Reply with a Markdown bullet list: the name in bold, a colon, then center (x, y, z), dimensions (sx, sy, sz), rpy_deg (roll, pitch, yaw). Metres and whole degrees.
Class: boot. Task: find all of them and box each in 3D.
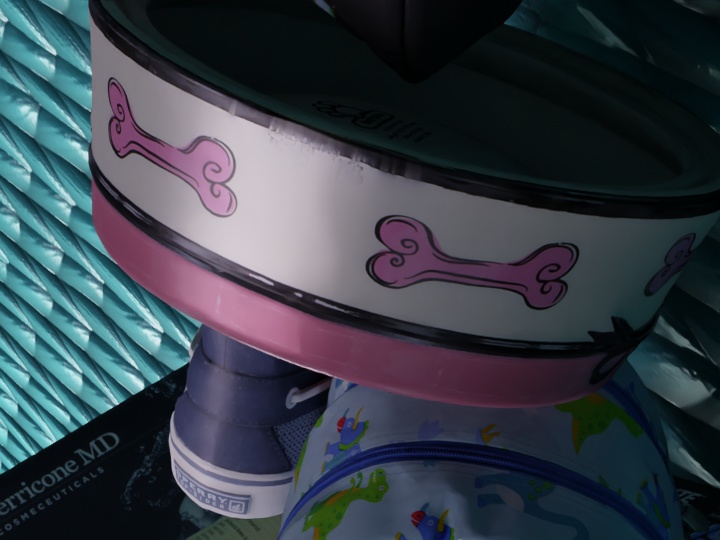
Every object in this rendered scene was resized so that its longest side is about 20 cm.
- **boot**: center (0.000, 0.000, 0.891), dimensions (0.072, 0.200, 0.091), rpy_deg (20, 125, 14)

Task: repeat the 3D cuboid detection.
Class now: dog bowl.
- **dog bowl**: center (0.008, -0.027, 0.752), dimensions (0.200, 0.199, 0.074), rpy_deg (37, 117, 46)

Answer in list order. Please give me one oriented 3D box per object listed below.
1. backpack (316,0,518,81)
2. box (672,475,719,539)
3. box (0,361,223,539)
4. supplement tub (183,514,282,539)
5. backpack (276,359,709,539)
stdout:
- **backpack**: center (-0.024, -0.176, 0.704), dimensions (0.199, 0.154, 0.164), rpy_deg (26, 136, 27)
- **box**: center (0.157, 0.178, 0.894), dimensions (0.200, 0.049, 0.200), rpy_deg (7, 117, 64)
- **box**: center (-0.055, 0.157, 1.180), dimensions (0.200, 0.196, 0.118), rpy_deg (48, 157, 27)
- **supplement tub**: center (0.001, 0.149, 1.010), dimensions (0.145, 0.199, 0.145), rpy_deg (56, 166, 21)
- **backpack**: center (0.039, 0.108, 0.820), dimensions (0.162, 0.155, 0.200), rpy_deg (6, 156, 16)
